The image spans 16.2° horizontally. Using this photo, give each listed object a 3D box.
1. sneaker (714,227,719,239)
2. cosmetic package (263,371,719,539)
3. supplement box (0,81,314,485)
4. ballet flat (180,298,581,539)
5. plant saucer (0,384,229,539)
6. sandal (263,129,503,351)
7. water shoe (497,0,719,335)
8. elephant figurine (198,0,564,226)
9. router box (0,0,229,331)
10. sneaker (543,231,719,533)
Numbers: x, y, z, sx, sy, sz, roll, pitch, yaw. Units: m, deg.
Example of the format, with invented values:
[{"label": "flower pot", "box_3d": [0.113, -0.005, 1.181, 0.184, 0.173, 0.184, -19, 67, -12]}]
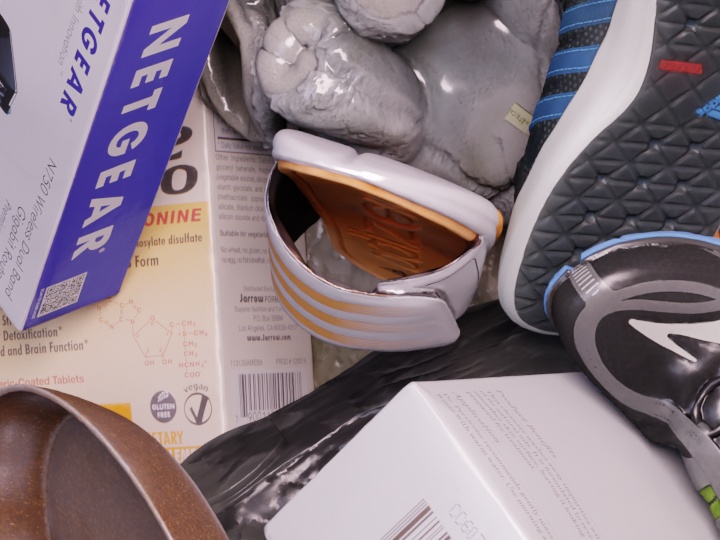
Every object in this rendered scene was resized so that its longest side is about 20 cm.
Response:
[{"label": "sneaker", "box_3d": [0.170, -0.031, 0.882, 0.200, 0.077, 0.112, 2, 95, 43]}, {"label": "cosmetic package", "box_3d": [0.073, 0.099, 0.861, 0.081, 0.200, 0.113, -45, 66, 22]}, {"label": "supplement box", "box_3d": [-0.092, -0.014, 1.037, 0.126, 0.073, 0.200, -6, 86, 31]}, {"label": "ballet flat", "box_3d": [0.020, 0.062, 0.957, 0.200, 0.057, 0.067, -25, 33, 4]}, {"label": "plant saucer", "box_3d": [-0.087, 0.133, 0.959, 0.200, 0.034, 0.201, 35, 136, 42]}, {"label": "sandal", "box_3d": [0.008, 0.003, 0.903, 0.079, 0.207, 0.059, 20, 82, 10]}, {"label": "water shoe", "box_3d": [0.097, -0.071, 0.863, 0.079, 0.071, 0.200, -111, 38, -55]}, {"label": "elephant figurine", "box_3d": [-0.012, -0.115, 0.945, 0.200, 0.141, 0.155, 33, 113, 46]}, {"label": "router box", "box_3d": [-0.134, -0.108, 0.941, 0.180, 0.049, 0.200, 51, 142, 22]}, {"label": "sneaker", "box_3d": [0.144, 0.063, 0.846, 0.200, 0.083, 0.071, 45, 111, -7]}]
